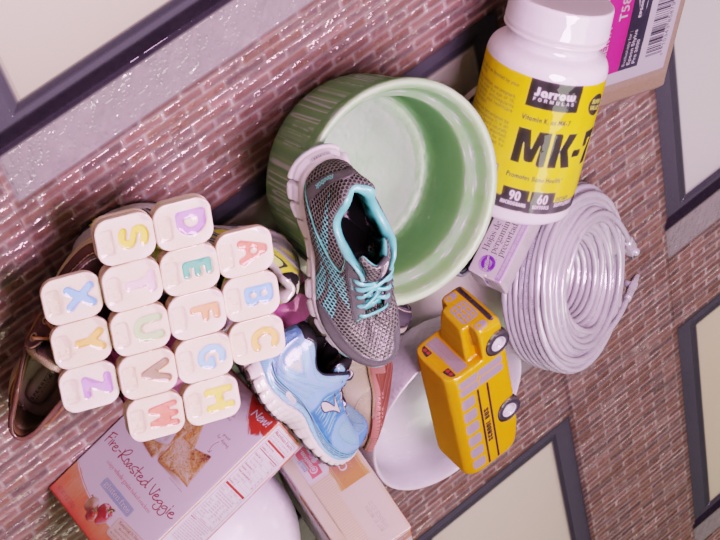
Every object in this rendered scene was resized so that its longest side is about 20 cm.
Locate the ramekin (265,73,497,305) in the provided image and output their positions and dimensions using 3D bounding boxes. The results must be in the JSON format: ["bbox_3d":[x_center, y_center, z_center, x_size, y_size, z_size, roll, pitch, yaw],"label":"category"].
[{"bbox_3d":[0.013,-0.078,1.542,0.198,0.097,0.202,-9,109,-28],"label":"ramekin"}]

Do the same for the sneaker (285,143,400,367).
[{"bbox_3d":[-0.003,-0.002,1.442,0.077,0.091,0.202,-27,117,-19],"label":"sneaker"}]

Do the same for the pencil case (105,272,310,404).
[{"bbox_3d":[-0.139,0.053,1.562,0.199,0.093,0.092,-29,114,-19],"label":"pencil case"}]

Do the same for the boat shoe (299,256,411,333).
[{"bbox_3d":[0.000,0.000,1.665,0.063,0.073,0.200,-50,138,4],"label":"boat shoe"}]

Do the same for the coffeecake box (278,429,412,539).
[{"bbox_3d":[-0.016,0.236,1.737,0.073,0.154,0.200,-33,160,-9],"label":"coffeecake box"}]

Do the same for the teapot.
[{"bbox_3d":[-0.127,0.289,1.695,0.199,0.146,0.198,-35,157,-28],"label":"teapot"}]

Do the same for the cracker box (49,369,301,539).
[{"bbox_3d":[-0.170,0.180,1.600,0.200,0.134,0.058,-44,142,-7],"label":"cracker box"}]

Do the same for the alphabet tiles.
[{"bbox_3d":[-0.157,0.041,1.422,0.194,0.015,0.202,-14,115,-17],"label":"alphabet tiles"}]

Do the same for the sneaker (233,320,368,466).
[{"bbox_3d":[-0.032,0.109,1.575,0.090,0.079,0.200,-38,146,2],"label":"sneaker"}]

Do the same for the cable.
[{"bbox_3d":[0.216,0.006,1.833,0.201,0.069,0.201,-60,141,-30],"label":"cable"}]

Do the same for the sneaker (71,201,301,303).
[{"bbox_3d":[-0.142,-0.010,1.466,0.198,0.076,0.076,3,107,-17],"label":"sneaker"}]

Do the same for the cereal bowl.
[{"bbox_3d":[0.069,0.127,1.836,0.199,0.083,0.202,-27,138,-27],"label":"cereal bowl"}]

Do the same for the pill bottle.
[{"bbox_3d":[0.159,-0.154,1.581,0.113,0.114,0.202,-12,125,-38],"label":"pill bottle"}]

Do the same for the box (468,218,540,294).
[{"bbox_3d":[0.170,-0.076,1.745,0.202,0.038,0.041,-63,158,-8],"label":"box"}]

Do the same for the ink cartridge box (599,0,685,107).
[{"bbox_3d":[0.233,-0.258,1.669,0.164,0.075,0.202,-21,136,-33],"label":"ink cartridge box"}]

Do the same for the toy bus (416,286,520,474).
[{"bbox_3d":[0.107,0.110,1.739,0.078,0.065,0.201,-34,141,-16],"label":"toy bus"}]

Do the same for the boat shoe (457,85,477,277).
[{"bbox_3d":[0.109,-0.085,1.706,0.072,0.062,0.202,-9,129,-40],"label":"boat shoe"}]

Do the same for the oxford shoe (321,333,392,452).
[{"bbox_3d":[-0.008,0.098,1.675,0.073,0.071,0.201,6,135,6],"label":"oxford shoe"}]

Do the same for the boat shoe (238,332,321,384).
[{"bbox_3d":[-0.093,0.132,1.699,0.199,0.057,0.069,-35,141,-18],"label":"boat shoe"}]

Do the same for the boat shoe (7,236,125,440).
[{"bbox_3d":[-0.242,0.061,1.439,0.072,0.072,0.201,30,119,-12],"label":"boat shoe"}]
